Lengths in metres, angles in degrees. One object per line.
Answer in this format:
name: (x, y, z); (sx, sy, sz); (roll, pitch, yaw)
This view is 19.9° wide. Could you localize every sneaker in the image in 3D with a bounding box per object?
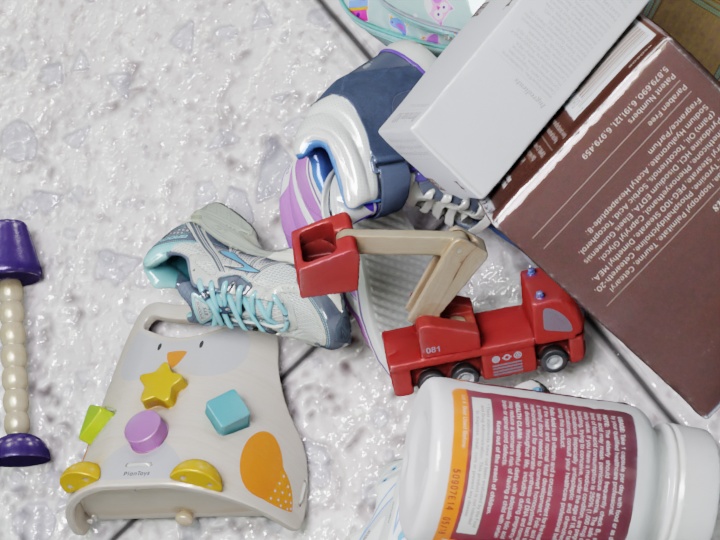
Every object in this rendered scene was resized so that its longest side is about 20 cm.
sneaker: (0.001, 0.000, 1.562); (0.114, 0.072, 0.202); (-23, 88, 61)
sneaker: (0.057, 0.149, 1.492); (0.200, 0.075, 0.087); (-49, 47, 1)
sneaker: (0.040, -0.054, 1.480); (0.146, 0.081, 0.200); (-43, 96, -24)
sneaker: (-0.088, 0.022, 1.560); (0.086, 0.078, 0.200); (-30, 38, -31)

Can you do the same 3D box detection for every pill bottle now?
pill bottle: (0.133, 0.141, 1.388); (0.199, 0.114, 0.115); (9, 80, -8)

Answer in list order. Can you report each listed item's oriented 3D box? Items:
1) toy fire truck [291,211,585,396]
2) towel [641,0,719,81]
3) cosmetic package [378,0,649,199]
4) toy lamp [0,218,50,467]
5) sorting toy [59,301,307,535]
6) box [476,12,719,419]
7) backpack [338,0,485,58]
toy fire truck: (0.058, 0.017, 1.450); (0.199, 0.142, 0.049); (-11, 36, -2)
towel: (0.201, -0.151, 1.448); (0.199, 0.022, 0.147); (27, 92, -14)
cosmetic package: (0.107, -0.145, 1.362); (0.074, 0.102, 0.200); (42, 84, -11)
toy lamp: (-0.286, 0.058, 1.682); (0.058, 0.058, 0.201); (-12, 72, 23)
sorting toy: (-0.139, 0.104, 1.594); (0.199, 0.107, 0.181); (-5, 57, 24)
box: (0.201, -0.044, 1.365); (0.200, 0.166, 0.164); (42, 99, -12)
backpack: (0.077, -0.235, 1.526); (0.199, 0.153, 0.177); (14, 90, 34)
